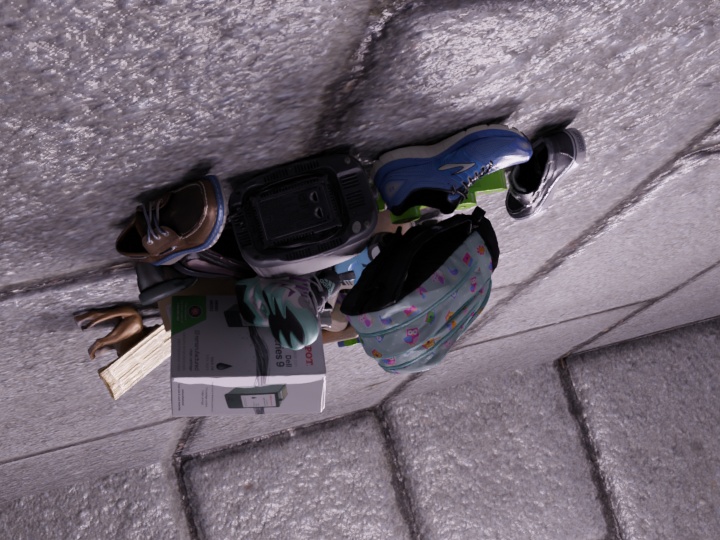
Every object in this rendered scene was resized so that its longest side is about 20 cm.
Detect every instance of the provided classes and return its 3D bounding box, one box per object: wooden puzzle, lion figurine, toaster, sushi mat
[{"bbox_3d":[0.045,0.079,1.755,0.199,0.047,0.185,-20,180,-25],"label":"wooden puzzle"},{"bbox_3d":[-0.352,0.099,1.714,0.122,0.073,0.200,-23,163,-12],"label":"lion figurine"},{"bbox_3d":[-0.074,-0.055,1.349,0.198,0.115,0.129,-18,169,-3],"label":"toaster"},{"bbox_3d":[-0.306,0.114,1.728,0.200,0.012,0.096,-39,153,-21],"label":"sushi mat"}]

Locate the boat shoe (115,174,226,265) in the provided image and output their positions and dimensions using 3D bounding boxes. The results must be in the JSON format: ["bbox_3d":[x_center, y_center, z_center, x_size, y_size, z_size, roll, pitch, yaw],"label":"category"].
[{"bbox_3d":[-0.217,-0.049,1.290,0.072,0.073,0.200,-5,162,-35],"label":"boat shoe"}]

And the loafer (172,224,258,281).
[{"bbox_3d":[-0.149,-0.025,1.473,0.199,0.073,0.063,-1,156,-40],"label":"loafer"}]

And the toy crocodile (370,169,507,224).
[{"bbox_3d":[0.089,-0.103,1.454,0.198,0.068,0.062,-13,173,-5],"label":"toy crocodile"}]

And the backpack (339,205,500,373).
[{"bbox_3d":[0.072,0.026,1.369,0.166,0.127,0.200,-20,-159,45],"label":"backpack"}]

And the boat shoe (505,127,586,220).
[{"bbox_3d":[0.229,-0.122,1.528,0.067,0.072,0.200,-13,163,-23],"label":"boat shoe"}]

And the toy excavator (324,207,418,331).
[{"bbox_3d":[0.000,0.000,1.603,0.198,0.100,0.195,-2,131,27],"label":"toy excavator"}]

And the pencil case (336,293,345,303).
[{"bbox_3d":[0.013,0.018,1.811,0.198,0.085,0.086,-15,-156,2],"label":"pencil case"}]

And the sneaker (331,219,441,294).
[{"bbox_3d":[0.053,-0.009,1.717,0.198,0.079,0.089,-19,164,9],"label":"sneaker"}]

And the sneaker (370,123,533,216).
[{"bbox_3d":[0.117,-0.112,1.379,0.198,0.090,0.079,-18,156,-2],"label":"sneaker"}]

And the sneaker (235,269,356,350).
[{"bbox_3d":[-0.061,0.031,1.421,0.139,0.079,0.200,-18,-158,-23],"label":"sneaker"}]

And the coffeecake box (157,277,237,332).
[{"bbox_3d":[-0.176,0.035,1.655,0.153,0.074,0.200,-25,164,23],"label":"coffeecake box"}]

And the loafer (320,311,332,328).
[{"bbox_3d":[-0.134,0.087,1.608,0.199,0.070,0.070,-24,166,14],"label":"loafer"}]

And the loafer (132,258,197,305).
[{"bbox_3d":[-0.256,0.003,1.478,0.071,0.063,0.200,-24,-177,-3],"label":"loafer"}]

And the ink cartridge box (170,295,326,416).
[{"bbox_3d":[-0.148,0.108,1.491,0.198,0.147,0.085,-1,135,-9],"label":"ink cartridge box"}]
